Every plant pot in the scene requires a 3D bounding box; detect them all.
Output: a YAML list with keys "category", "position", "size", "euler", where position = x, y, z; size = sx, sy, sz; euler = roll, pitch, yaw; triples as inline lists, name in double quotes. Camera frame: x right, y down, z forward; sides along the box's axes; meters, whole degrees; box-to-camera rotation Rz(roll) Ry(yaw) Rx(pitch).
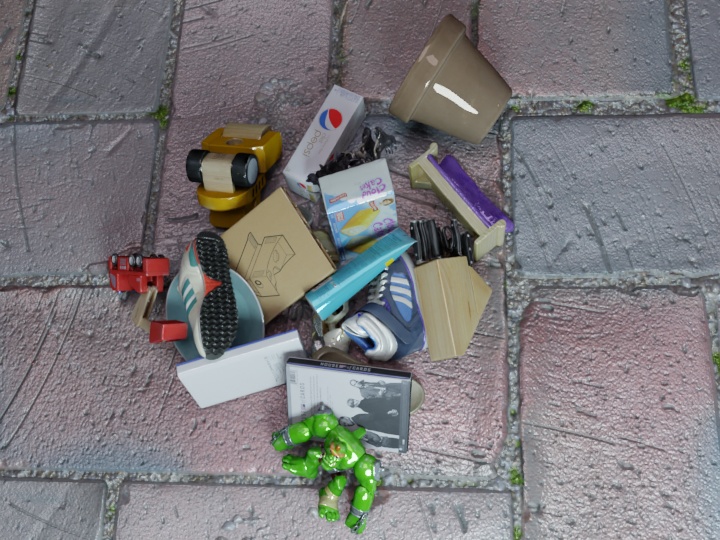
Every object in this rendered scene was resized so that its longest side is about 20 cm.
- category: "plant pot"
  position: [0.170, -0.319, 1.519]
  size: [0.173, 0.200, 0.202]
  euler: [33, 75, -2]

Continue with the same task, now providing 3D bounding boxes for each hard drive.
- category: "hard drive"
  position: [-0.182, 0.160, 1.383]
  size: [0.196, 0.133, 0.026]
  euler: [-16, 57, -1]

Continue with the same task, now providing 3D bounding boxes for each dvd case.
- category: "dvd case"
  position: [-0.019, 0.213, 1.346]
  size: [0.195, 0.153, 0.025]
  euler: [7, 33, 9]

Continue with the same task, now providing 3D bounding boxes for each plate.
- category: "plate"
  position: [-0.239, 0.081, 1.429]
  size: [0.196, 0.025, 0.205]
  euler: [7, 106, 24]

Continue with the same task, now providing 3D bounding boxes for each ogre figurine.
- category: "ogre figurine"
  position: [-0.044, 0.296, 1.330]
  size: [0.121, 0.097, 0.201]
  euler: [-53, 54, 21]

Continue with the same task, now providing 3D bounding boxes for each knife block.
- category: "knife block"
  position: [0.125, 0.018, 1.383]
  size: [0.175, 0.064, 0.202]
  euler: [43, 56, -19]

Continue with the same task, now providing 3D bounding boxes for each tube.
- category: "tube"
  position: [0.000, 0.000, 1.395]
  size: [0.199, 0.051, 0.077]
  euler: [-38, 33, -6]

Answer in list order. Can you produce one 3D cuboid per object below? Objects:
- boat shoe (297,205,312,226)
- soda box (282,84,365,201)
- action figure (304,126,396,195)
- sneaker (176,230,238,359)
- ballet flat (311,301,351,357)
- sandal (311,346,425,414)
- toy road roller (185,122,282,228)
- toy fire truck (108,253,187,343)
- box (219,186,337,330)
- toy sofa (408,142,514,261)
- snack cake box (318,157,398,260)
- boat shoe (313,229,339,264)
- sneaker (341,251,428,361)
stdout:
- category: "boat shoe"
  position: [-0.171, -0.045, 1.505]
  size: [0.200, 0.065, 0.075]
  euler: [-34, 57, -13]
- category: "soda box"
  position: [-0.063, -0.231, 1.556]
  size: [0.063, 0.068, 0.203]
  euler: [25, 73, 14]
- category: "action figure"
  position: [-0.013, -0.164, 1.481]
  size: [0.117, 0.103, 0.200]
  euler: [0, 37, 44]
- category: "sneaker"
  position: [-0.248, 0.046, 1.357]
  size: [0.069, 0.093, 0.205]
  euler: [3, 72, -37]
- category: "ballet flat"
  position: [-0.046, 0.091, 1.423]
  size: [0.070, 0.072, 0.205]
  euler: [-6, 67, 4]
- category: "sandal"
  position: [0.012, 0.183, 1.372]
  size: [0.197, 0.054, 0.082]
  euler: [25, 85, -9]
- category: "toy road roller"
  position: [-0.222, -0.165, 1.534]
  size: [0.120, 0.149, 0.201]
  euler: [6, 33, 14]
- category: "toy fire truck"
  position: [-0.365, 0.044, 1.453]
  size: [0.198, 0.048, 0.145]
  euler: [3, 93, 47]
- category: "box"
  position: [-0.157, -0.012, 1.415]
  size: [0.199, 0.021, 0.165]
  euler: [-36, 86, 16]
- category: "toy sofa"
  position: [0.177, -0.127, 1.482]
  size: [0.097, 0.083, 0.201]
  euler: [-36, 69, -7]
- category: "snack cake box"
  position: [0.002, -0.097, 1.426]
  size: [0.112, 0.201, 0.069]
  euler: [-15, 68, 0]
- category: "boat shoe"
  position: [-0.132, 0.000, 1.471]
  size: [0.197, 0.074, 0.063]
  euler: [-29, 66, -5]
- category: "sneaker"
  position: [0.027, 0.050, 1.403]
  size: [0.144, 0.081, 0.204]
  euler: [-8, 70, -33]
